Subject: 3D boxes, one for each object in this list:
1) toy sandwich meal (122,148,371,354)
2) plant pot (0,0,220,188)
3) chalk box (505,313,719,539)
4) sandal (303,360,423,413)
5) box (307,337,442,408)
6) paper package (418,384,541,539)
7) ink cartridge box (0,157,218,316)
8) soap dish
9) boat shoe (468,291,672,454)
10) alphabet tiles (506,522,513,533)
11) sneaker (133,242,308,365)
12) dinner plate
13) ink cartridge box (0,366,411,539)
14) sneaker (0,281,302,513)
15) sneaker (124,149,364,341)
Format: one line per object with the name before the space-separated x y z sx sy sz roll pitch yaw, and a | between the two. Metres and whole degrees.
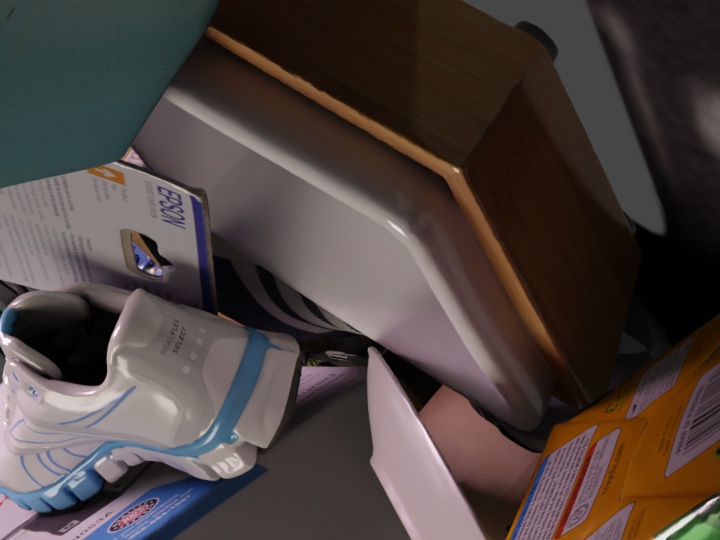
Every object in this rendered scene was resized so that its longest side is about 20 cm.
toy sandwich meal | -0.066 -0.040 1.060 0.205 0.070 0.205 42 170 9
plant pot | -0.115 -0.115 0.635 0.200 0.141 0.142 -38 71 58
chalk box | 0.149 0.119 0.695 0.200 0.125 0.124 43 129 -10
sandal | 0.004 0.074 1.099 0.080 0.054 0.200 20 167 33
box | 0.057 0.092 1.212 0.200 0.048 0.193 44 166 -13
paper package | 0.126 0.136 1.003 0.200 0.104 0.191 26 162 49
ink cartridge box | -0.142 -0.041 0.847 0.200 0.041 0.200 16 164 2
soap dish | -0.004 -0.046 0.784 0.200 0.081 0.157 33 166 35
boat shoe | 0.075 0.042 0.901 0.066 0.070 0.200 41 171 -23
alphabet tiles | 0.122 0.169 0.852 0.167 0.008 0.200 -35 75 49
sneaker | -0.081 0.016 1.231 0.077 0.076 0.200 -3 -178 -22
dinner plate | 0.044 0.118 0.811 0.200 0.024 0.200 62 178 3
ink cartridge box | -0.068 0.109 0.969 0.084 0.145 0.200 60 156 -12
sneaker | -0.109 0.038 0.900 0.087 0.075 0.200 32 151 -27
sneaker | 0.000 0.000 0.909 0.200 0.075 0.085 22 153 32
